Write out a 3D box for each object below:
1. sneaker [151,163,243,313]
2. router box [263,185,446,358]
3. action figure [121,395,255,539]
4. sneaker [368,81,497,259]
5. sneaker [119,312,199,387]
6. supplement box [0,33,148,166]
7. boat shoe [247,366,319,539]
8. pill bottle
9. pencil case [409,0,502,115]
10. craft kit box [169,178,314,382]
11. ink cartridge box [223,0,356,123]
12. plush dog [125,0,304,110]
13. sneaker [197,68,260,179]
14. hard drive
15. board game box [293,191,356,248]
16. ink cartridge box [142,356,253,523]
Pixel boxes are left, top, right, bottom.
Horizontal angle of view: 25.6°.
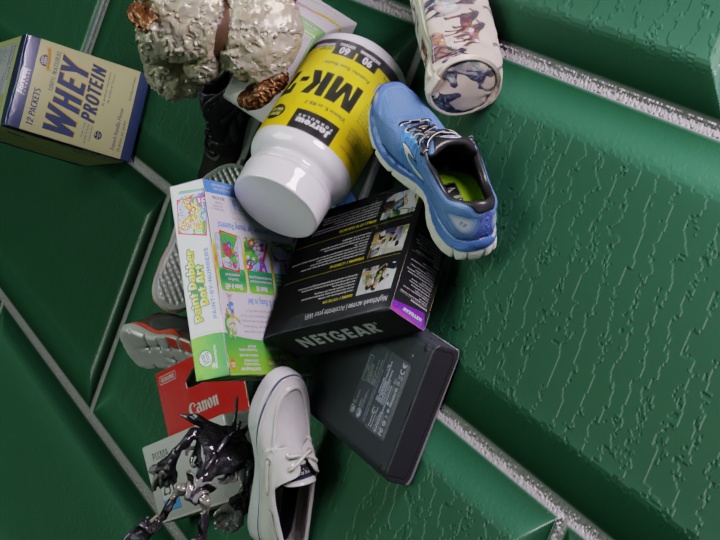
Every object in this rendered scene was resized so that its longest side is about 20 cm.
[{"bbox_3d":[-0.196,-0.035,1.942,0.201,0.075,0.105,-62,2,-13],"label":"sneaker"},{"bbox_3d":[0.000,0.000,1.576,0.200,0.051,0.150,-15,49,49],"label":"router box"},{"bbox_3d":[-0.170,0.229,1.658,0.200,0.119,0.102,-56,-2,-32],"label":"action figure"},{"bbox_3d":[0.075,-0.110,1.483,0.200,0.078,0.089,57,152,28],"label":"sneaker"},{"bbox_3d":[-0.202,0.084,1.898,0.199,0.082,0.077,17,133,39],"label":"sneaker"},{"bbox_3d":[-0.448,-0.246,2.332,0.199,0.199,0.135,3,79,60],"label":"supplement box"},{"bbox_3d":[-0.074,0.199,1.613,0.066,0.072,0.201,24,112,46],"label":"boat shoe"},{"bbox_3d":[-0.042,-0.138,1.633,0.114,0.114,0.200,-20,34,54],"label":"pill bottle"},{"bbox_3d":[0.086,-0.246,1.565,0.078,0.089,0.201,118,150,-48],"label":"pencil case"},{"bbox_3d":[-0.119,0.015,1.635,0.048,0.200,0.199,-14,81,22],"label":"craft kit box"},{"bbox_3d":[-0.071,-0.240,1.786,0.117,0.067,0.200,-61,-8,21],"label":"ink cartridge box"},{"bbox_3d":[-0.142,-0.258,1.636,0.161,0.171,0.201,-67,-13,-76],"label":"plush dog"},{"bbox_3d":[-0.172,-0.194,1.965,0.201,0.087,0.076,-61,33,22],"label":"sneaker"},{"bbox_3d":[0.015,0.108,1.570,0.200,0.033,0.140,33,105,58],"label":"hard drive"},{"bbox_3d":[-0.073,-0.067,1.794,0.152,0.036,0.200,-57,36,27],"label":"board game box"},{"bbox_3d":[-0.185,0.184,1.801,0.200,0.045,0.177,-27,75,51],"label":"ink cartridge box"}]
